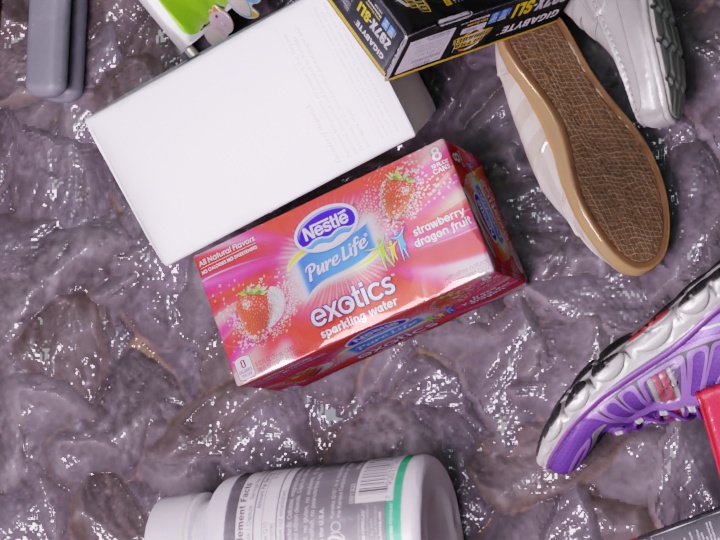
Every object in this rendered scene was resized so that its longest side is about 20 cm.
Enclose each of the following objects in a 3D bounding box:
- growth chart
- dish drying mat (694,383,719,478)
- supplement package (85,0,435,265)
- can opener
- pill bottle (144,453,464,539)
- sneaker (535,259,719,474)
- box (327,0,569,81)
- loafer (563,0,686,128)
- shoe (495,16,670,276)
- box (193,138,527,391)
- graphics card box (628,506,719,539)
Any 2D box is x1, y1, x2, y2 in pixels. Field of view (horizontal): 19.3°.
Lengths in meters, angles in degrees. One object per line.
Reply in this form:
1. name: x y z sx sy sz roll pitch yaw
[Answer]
1. growth chart: -0.116 -0.238 1.481 0.145 0.018 0.200 45 139 6
2. dish drying mat: 0.318 0.084 1.348 0.198 0.018 0.077 -17 95 5
3. supplement package: -0.066 -0.107 1.454 0.199 0.117 0.118 -27 98 13
4. can opener: -0.206 -0.226 1.563 0.066 0.053 0.202 1 86 20
5. pill bottle: -0.038 0.190 1.432 0.198 0.113 0.114 -8 82 19
6. sneaker: 0.199 0.076 1.385 0.200 0.081 0.084 -39 90 17
7. box: 0.028 -0.232 1.391 0.201 0.159 0.049 54 145 18
8. loafer: 0.167 -0.185 1.427 0.069 0.070 0.202 -21 71 21
9. shoe: 0.148 -0.086 1.434 0.069 0.053 0.201 -22 80 -18
10. box: 0.000 0.000 1.447 0.199 0.095 0.100 -24 77 15
11. graphics card box: 0.269 0.164 1.322 0.199 0.125 0.051 -23 71 14
